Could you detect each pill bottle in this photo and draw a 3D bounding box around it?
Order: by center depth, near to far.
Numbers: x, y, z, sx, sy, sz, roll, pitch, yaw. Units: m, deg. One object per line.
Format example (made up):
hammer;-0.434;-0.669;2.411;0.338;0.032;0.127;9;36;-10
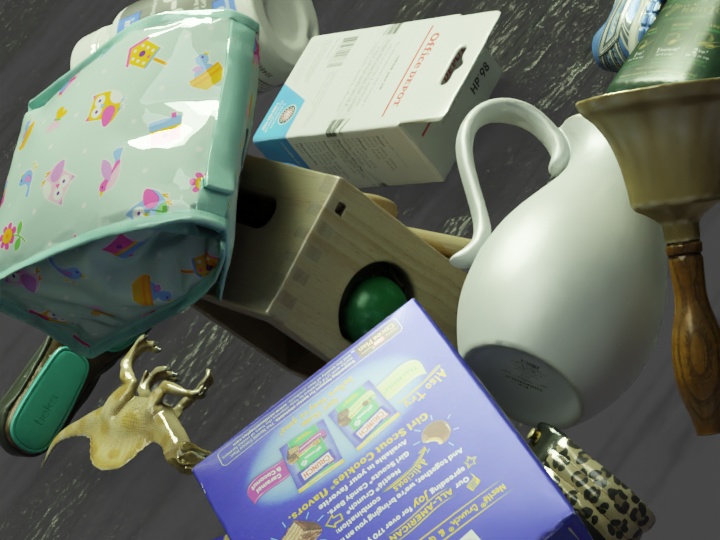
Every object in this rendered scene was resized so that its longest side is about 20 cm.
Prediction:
pill bottle;-0.144;-0.189;1.749;0.199;0.114;0.114;-19;39;29

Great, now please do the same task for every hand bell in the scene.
hand bell;0.190;-0.005;1.185;0.103;0.202;0.104;-8;0;0

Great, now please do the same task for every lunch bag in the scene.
lunch bag;-0.136;-0.059;1.300;0.199;0.122;0.172;-25;45;41

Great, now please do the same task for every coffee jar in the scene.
coffee jar;0.253;-0.167;1.363;0.104;0.085;0.201;4;55;50

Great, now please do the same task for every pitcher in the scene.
pitcher;0.115;-0.013;1.267;0.170;0.122;0.201;21;57;14

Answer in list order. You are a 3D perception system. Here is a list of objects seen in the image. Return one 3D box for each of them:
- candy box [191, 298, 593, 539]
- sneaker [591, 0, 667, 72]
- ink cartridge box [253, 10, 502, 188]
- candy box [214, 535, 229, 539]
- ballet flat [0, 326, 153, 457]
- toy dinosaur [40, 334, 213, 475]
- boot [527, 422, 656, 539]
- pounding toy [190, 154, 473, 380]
candy box;0.020;0.140;1.130;0.169;0.077;0.200;-37;42;1
sneaker;0.219;-0.221;1.471;0.085;0.077;0.201;-6;46;46
ink cartridge box;0.027;-0.126;1.553;0.199;0.067;0.116;-2;49;44
candy box;-0.143;0.270;1.247;0.199;0.077;0.170;-21;36;24
ballet flat;-0.222;0.056;1.594;0.200;0.068;0.068;-51;22;-15
toy dinosaur;-0.171;0.104;1.494;0.199;0.058;0.102;1;53;45
boot;0.066;0.155;1.190;0.151;0.073;0.200;-47;38;-8
pounding toy;0.000;0.000;1.358;0.199;0.184;0.143;16;74;51
